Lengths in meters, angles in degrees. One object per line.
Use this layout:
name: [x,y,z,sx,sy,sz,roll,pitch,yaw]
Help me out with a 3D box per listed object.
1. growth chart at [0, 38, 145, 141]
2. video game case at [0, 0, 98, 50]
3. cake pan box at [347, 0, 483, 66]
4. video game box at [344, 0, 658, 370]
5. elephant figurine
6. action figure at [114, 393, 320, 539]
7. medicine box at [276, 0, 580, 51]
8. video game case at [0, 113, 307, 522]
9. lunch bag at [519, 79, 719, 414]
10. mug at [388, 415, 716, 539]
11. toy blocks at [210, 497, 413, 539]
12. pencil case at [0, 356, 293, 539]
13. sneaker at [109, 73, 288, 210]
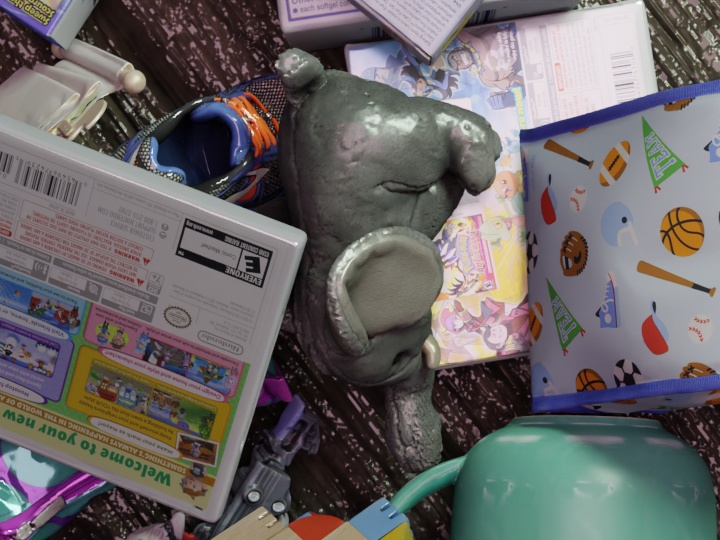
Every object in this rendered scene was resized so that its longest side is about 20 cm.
growth chart: [-0.217,-0.064,1.522,0.200,0.145,0.018,-41,120,-2]
video game case: [-0.209,-0.260,1.552,0.199,0.045,0.182,33,88,11]
cake pan box: [0.019,-0.245,1.459,0.200,0.052,0.185,37,88,1]
video game box: [0.093,-0.048,1.557,0.181,0.047,0.201,-8,88,-1]
elephant figurine: [0.000,0.000,1.467,0.154,0.142,0.201,17,86,-1]
action figure: [-0.048,0.183,1.519,0.193,0.105,0.201,22,102,-17]
medicine box: [0.030,-0.243,1.534,0.181,0.103,0.201,-8,88,0]
video game case: [-0.145,0.026,1.444,0.199,0.022,0.183,21,114,6]
lunch bag: [0.188,-0.010,1.423,0.123,0.200,0.171,0,81,-32]
mug: [0.114,0.141,1.491,0.184,0.152,0.115,6,83,-31]
toy blocks: [-0.014,0.184,1.422,0.136,0.200,0.100,-33,130,-19]
pencil case: [-0.143,0.089,1.532,0.199,0.085,0.093,-32,45,0]
sneaker: [-0.080,-0.067,1.501,0.075,0.200,0.078,48,131,2]
